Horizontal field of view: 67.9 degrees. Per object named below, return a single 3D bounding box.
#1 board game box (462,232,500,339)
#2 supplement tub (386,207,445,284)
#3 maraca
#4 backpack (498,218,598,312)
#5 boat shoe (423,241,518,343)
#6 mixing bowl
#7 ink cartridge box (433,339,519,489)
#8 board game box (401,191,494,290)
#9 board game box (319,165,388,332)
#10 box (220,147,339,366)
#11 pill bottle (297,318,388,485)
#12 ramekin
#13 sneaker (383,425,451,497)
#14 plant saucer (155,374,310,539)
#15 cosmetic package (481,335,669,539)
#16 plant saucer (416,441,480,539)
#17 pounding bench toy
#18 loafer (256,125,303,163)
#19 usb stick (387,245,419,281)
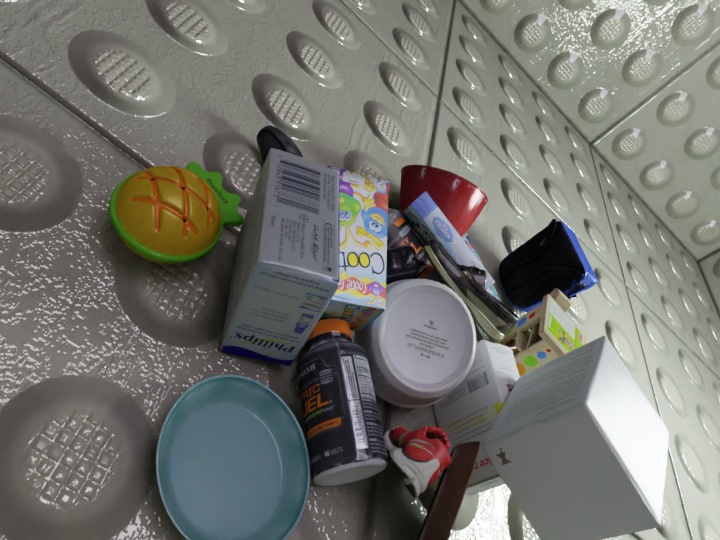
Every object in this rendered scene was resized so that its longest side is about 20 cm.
[{"bbox_3d":[0.247,0.030,1.151,0.205,0.034,0.126,63,30,-3],"label":"board game box"},{"bbox_3d":[0.063,-0.019,0.963,0.202,0.122,0.122,50,38,-1],"label":"supplement tub"},{"bbox_3d":[-0.237,-0.082,0.709,0.138,0.107,0.200,50,37,-1],"label":"maraca"},{"bbox_3d":[0.445,0.015,1.277,0.165,0.198,0.167,23,42,-44],"label":"backpack"},{"bbox_3d":[0.184,0.025,0.885,0.202,0.066,0.072,50,9,-4],"label":"boat shoe"},{"bbox_3d":[0.159,-0.126,1.121,0.196,0.198,0.112,25,82,-30],"label":"mixing bowl"},{"bbox_3d":[0.201,0.244,0.883,0.081,0.144,0.206,17,50,-35],"label":"ink cartridge box"},{"bbox_3d":[0.143,-0.034,1.015,0.043,0.200,0.201,-37,91,-12],"label":"board game box"},{"bbox_3d":[-0.023,-0.030,0.796,0.099,0.105,0.208,10,64,-17],"label":"board game box"},{"bbox_3d":[-0.105,-0.011,0.705,0.101,0.202,0.189,14,49,-19],"label":"box"},{"bbox_3d":[-0.031,0.172,0.727,0.104,0.106,0.206,13,51,-38],"label":"pill bottle"},{"bbox_3d":[0.091,0.108,0.835,0.194,0.094,0.211,3,77,-11],"label":"ramekin"},{"bbox_3d":[0.084,0.251,0.736,0.079,0.083,0.200,58,-6,3],"label":"sneaker"},{"bbox_3d":[-0.147,0.225,0.621,0.196,0.036,0.205,28,43,-29],"label":"plant saucer"},{"bbox_3d":[0.301,0.233,0.742,0.169,0.166,0.198,56,37,3],"label":"cosmetic package"},{"bbox_3d":[0.108,0.319,0.713,0.033,0.206,0.200,21,34,15],"label":"plant saucer"},{"bbox_3d":[0.373,0.146,1.130,0.124,0.155,0.201,43,38,-8],"label":"pounding bench toy"},{"bbox_3d":[-0.124,-0.159,0.919,0.205,0.067,0.070,60,29,4],"label":"loafer"},{"bbox_3d":[0.000,0.000,0.871,0.192,0.033,0.057,-11,71,-10],"label":"usb stick"}]
